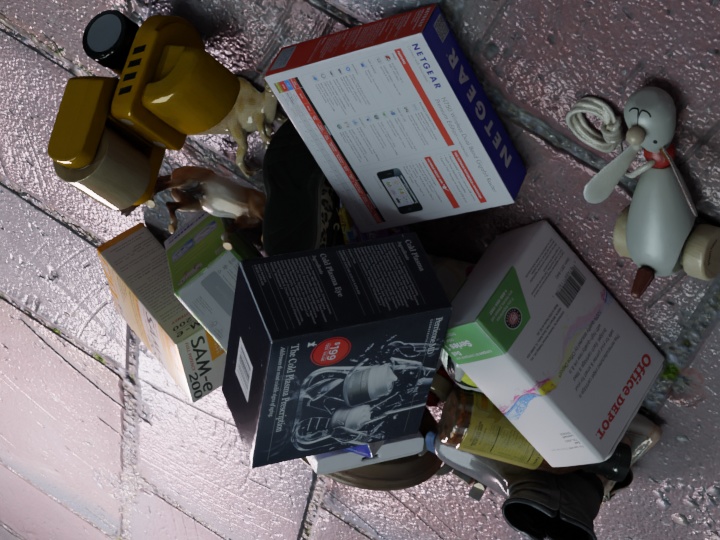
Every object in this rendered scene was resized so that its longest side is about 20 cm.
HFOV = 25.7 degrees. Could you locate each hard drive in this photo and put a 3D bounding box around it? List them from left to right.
[{"bbox_3d":[-0.028,0.157,1.824,0.200,0.131,0.026,-130,37,-51],"label":"hard drive"}]

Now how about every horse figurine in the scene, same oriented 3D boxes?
[{"bbox_3d":[-0.160,-0.071,1.714,0.199,0.133,0.050,16,118,2],"label":"horse figurine"}]

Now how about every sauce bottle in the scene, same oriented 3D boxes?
[{"bbox_3d":[0.182,0.175,1.633,0.199,0.066,0.066,16,152,-12],"label":"sauce bottle"}]

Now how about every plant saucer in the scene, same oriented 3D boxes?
[{"bbox_3d":[0.006,0.184,1.861,0.199,0.200,0.030,26,123,19],"label":"plant saucer"}]

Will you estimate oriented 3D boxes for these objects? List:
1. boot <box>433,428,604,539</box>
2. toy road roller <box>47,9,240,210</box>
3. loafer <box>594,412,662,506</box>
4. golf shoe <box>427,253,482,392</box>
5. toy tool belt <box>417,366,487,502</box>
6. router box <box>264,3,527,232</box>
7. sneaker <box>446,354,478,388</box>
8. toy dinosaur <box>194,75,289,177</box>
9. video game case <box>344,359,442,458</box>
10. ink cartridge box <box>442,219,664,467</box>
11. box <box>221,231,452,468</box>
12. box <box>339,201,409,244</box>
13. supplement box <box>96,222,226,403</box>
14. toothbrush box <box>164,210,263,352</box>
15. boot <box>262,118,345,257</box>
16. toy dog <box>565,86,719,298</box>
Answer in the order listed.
[{"bbox_3d":[0.162,0.223,1.653,0.199,0.132,0.070,19,109,9],"label":"boot"},{"bbox_3d":[-0.213,-0.163,1.606,0.145,0.201,0.123,9,166,32],"label":"toy road roller"},{"bbox_3d":[0.278,0.220,1.736,0.063,0.072,0.200,21,143,8],"label":"loafer"},{"bbox_3d":[0.125,0.066,1.684,0.091,0.075,0.200,-4,131,44],"label":"golf shoe"},{"bbox_3d":[0.127,0.196,1.783,0.199,0.123,0.125,25,161,20],"label":"toy tool belt"},{"bbox_3d":[0.035,-0.137,1.486,0.179,0.049,0.200,-10,126,33],"label":"router box"},{"bbox_3d":[0.164,0.098,1.626,0.076,0.076,0.200,13,178,41],"label":"sneaker"},{"bbox_3d":[-0.121,-0.156,1.677,0.200,0.058,0.101,-21,102,47],"label":"toy dinosaur"},{"bbox_3d":[-0.022,0.111,1.786,0.199,0.181,0.046,14,141,35],"label":"video game case"},{"bbox_3d":[0.187,0.075,1.556,0.200,0.145,0.084,47,148,-16],"label":"ink cartridge box"},{"bbox_3d":[-0.027,0.078,1.521,0.200,0.181,0.104,101,151,-47],"label":"box"},{"bbox_3d":[0.000,0.000,1.671,0.136,0.039,0.201,-1,104,48],"label":"box"},{"bbox_3d":[-0.243,0.052,1.979,0.200,0.073,0.126,45,157,34],"label":"supplement box"},{"bbox_3d":[-0.143,0.022,1.794,0.146,0.086,0.200,50,-178,-19],"label":"toothbrush box"},{"bbox_3d":[-0.045,-0.046,1.601,0.073,0.204,0.154,-6,141,15],"label":"boot"},{"bbox_3d":[0.247,-0.055,1.368,0.132,0.096,0.200,-4,130,48],"label":"toy dog"}]
